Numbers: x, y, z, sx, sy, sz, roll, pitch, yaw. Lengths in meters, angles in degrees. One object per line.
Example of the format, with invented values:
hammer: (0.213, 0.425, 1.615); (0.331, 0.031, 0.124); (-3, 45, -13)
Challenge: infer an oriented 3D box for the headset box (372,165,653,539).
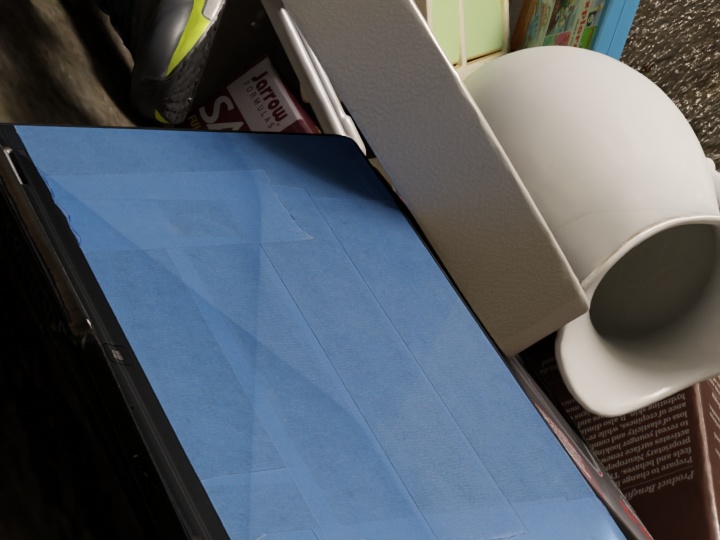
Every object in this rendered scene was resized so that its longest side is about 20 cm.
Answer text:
headset box: (0.045, 0.073, 0.722); (0.149, 0.075, 0.200); (49, 7, -38)

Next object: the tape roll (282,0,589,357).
tape roll: (0.016, -0.062, 0.647); (0.203, 0.037, 0.203); (58, 5, -7)

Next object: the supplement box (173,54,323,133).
supplement box: (0.000, 0.000, 0.870); (0.200, 0.061, 0.109); (49, 7, -43)

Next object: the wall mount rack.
wall mount rack: (-0.063, -0.104, 0.707); (0.174, 0.075, 0.200); (25, 9, -4)

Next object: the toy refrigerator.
toy refrigerator: (0.029, -0.130, 0.902); (0.200, 0.070, 0.076); (-32, 121, -72)

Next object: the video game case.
video game case: (0.082, -0.094, 1.005); (0.018, 0.143, 0.200); (20, -1, -20)

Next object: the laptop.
laptop: (-0.027, -0.015, 0.437); (0.187, 0.116, 0.200); (57, -12, 36)

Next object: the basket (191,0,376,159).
basket: (-0.042, -0.136, 1.029); (0.180, 0.136, 0.200); (42, 10, 1)

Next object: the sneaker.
sneaker: (-0.110, -0.141, 0.851); (0.081, 0.074, 0.200); (8, 39, -18)

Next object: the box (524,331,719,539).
box: (0.125, 0.085, 0.830); (0.075, 0.100, 0.200); (50, 30, -35)

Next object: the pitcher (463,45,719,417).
pitcher: (0.127, -0.025, 0.799); (0.200, 0.171, 0.121); (-124, -147, -58)
